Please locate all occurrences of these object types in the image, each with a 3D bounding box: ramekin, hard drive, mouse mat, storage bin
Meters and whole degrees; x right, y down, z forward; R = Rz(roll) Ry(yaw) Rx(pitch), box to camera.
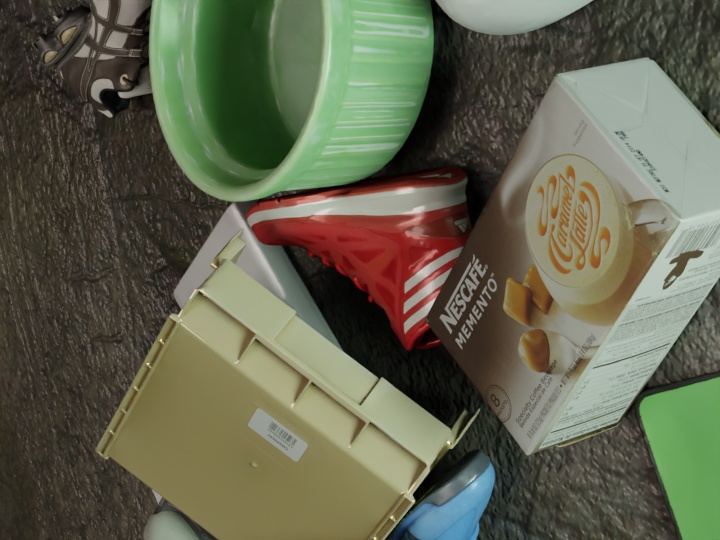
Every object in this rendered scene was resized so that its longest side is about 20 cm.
[{"bbox_3d":[-0.043,-0.145,1.160,0.199,0.097,0.202,3,94,52],"label":"ramekin"},{"bbox_3d":[-0.064,0.065,1.353,0.201,0.027,0.132,59,141,17],"label":"hard drive"},{"bbox_3d":[0.241,0.126,1.004,0.200,0.007,0.162,-23,85,54],"label":"mouse mat"},{"bbox_3d":[-0.052,0.104,1.230,0.199,0.094,0.199,37,135,3],"label":"storage bin"}]

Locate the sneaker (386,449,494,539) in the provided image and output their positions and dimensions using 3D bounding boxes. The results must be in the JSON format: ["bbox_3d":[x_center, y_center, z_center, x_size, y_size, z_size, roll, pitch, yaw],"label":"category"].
[{"bbox_3d":[0.055,0.196,1.231,0.078,0.066,0.201,43,135,11],"label":"sneaker"}]

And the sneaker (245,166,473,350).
[{"bbox_3d":[0.000,0.000,1.206,0.199,0.078,0.117,-4,99,54],"label":"sneaker"}]

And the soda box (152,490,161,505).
[{"bbox_3d":[-0.115,0.179,1.433,0.068,0.063,0.201,-40,72,51],"label":"soda box"}]

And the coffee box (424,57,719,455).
[{"bbox_3d":[0.129,-0.005,1.034,0.115,0.079,0.201,54,139,27],"label":"coffee box"}]

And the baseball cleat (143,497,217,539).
[{"bbox_3d":[-0.061,0.215,1.342,0.200,0.107,0.070,36,169,-23],"label":"baseball cleat"}]

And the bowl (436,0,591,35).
[{"bbox_3d":[0.077,-0.241,1.018,0.199,0.074,0.201,-31,80,53],"label":"bowl"}]

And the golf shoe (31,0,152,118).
[{"bbox_3d":[-0.166,-0.186,1.362,0.095,0.078,0.200,52,143,-1],"label":"golf shoe"}]
